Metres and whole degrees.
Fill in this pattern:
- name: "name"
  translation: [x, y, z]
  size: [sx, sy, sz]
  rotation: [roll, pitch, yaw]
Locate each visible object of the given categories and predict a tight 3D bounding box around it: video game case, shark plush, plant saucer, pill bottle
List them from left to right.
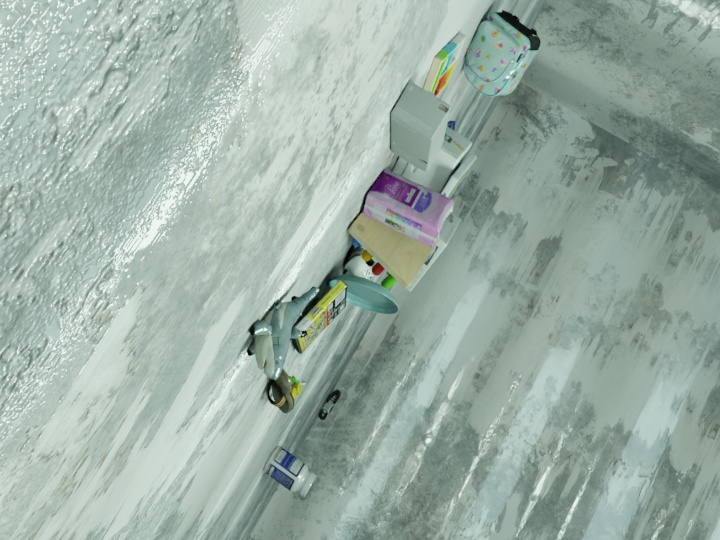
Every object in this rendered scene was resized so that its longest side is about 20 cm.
- name: "shark plush"
  translation: [-0.139, 0.111, 1.057]
  size: [0.201, 0.082, 0.092]
  rotation: [-51, 169, -49]
- name: "pill bottle"
  translation: [-0.278, 0.801, 2.226]
  size: [0.117, 0.197, 0.116]
  rotation: [-56, 172, -12]
- name: "video game case"
  translation: [-0.103, 0.122, 1.422]
  size: [0.181, 0.025, 0.201]
  rotation: [-46, 169, -15]
- name: "plant saucer"
  translation: [0.010, 0.058, 1.442]
  size: [0.201, 0.194, 0.028]
  rotation: [97, 13, -71]
- name: "video game case"
  translation: [0.232, -0.206, 1.496]
  size: [0.184, 0.022, 0.200]
  rotation: [-58, 174, 37]

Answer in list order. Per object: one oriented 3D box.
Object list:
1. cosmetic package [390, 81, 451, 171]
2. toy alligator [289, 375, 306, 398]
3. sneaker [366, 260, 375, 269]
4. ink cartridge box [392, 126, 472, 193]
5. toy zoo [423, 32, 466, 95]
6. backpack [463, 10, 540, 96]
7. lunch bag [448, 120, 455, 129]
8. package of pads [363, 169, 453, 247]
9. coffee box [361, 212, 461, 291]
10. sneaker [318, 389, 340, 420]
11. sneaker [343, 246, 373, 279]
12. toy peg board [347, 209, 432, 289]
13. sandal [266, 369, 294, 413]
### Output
- name: "cosmetic package"
  translation: [0.125, -0.302, 1.203]
  size: [0.092, 0.105, 0.200]
  rotation: [-58, 170, -4]
- name: "toy alligator"
  translation: [-0.197, 0.321, 1.576]
  size: [0.200, 0.057, 0.056]
  rotation: [-28, 108, -76]
- name: "sneaker"
  translation: [0.032, -0.022, 1.730]
  size: [0.072, 0.072, 0.200]
  rotation: [-59, 173, 25]
- name: "ink cartridge box"
  translation: [0.192, -0.298, 1.509]
  size: [0.148, 0.142, 0.200]
  rotation: [-62, 171, 31]
- name: "toy zoo"
  translation: [0.199, -0.481, 1.341]
  size: [0.201, 0.020, 0.133]
  rotation: [-53, 169, -42]
- name: "backpack"
  translation: [0.388, -0.603, 1.595]
  size: [0.152, 0.176, 0.203]
  rotation: [-30, 156, -39]
- name: "lunch bag"
  translation: [0.275, -0.410, 1.939]
  size: [0.151, 0.091, 0.205]
  rotation: [99, 10, -67]
- name: "package of pads"
  translation: [0.115, -0.152, 1.337]
  size: [0.122, 0.195, 0.077]
  rotation: [-56, 168, -39]
- name: "coffee box"
  translation: [0.149, -0.106, 1.649]
  size: [0.199, 0.198, 0.200]
  rotation: [-54, 176, 34]
- name: "sneaker"
  translation: [-0.183, 0.797, 3.359]
  size: [0.203, 0.066, 0.090]
  rotation: [-57, 175, 0]
- name: "sneaker"
  translation: [0.000, 0.000, 1.554]
  size: [0.075, 0.086, 0.201]
  rotation: [-53, 169, -23]
- name: "toy peg board"
  translation: [0.067, -0.069, 1.412]
  size: [0.098, 0.199, 0.201]
  rotation: [-42, -173, 46]
- name: "sandal"
  translation: [-0.203, 0.304, 1.387]
  size: [0.054, 0.082, 0.202]
  rotation: [-35, 162, -27]
